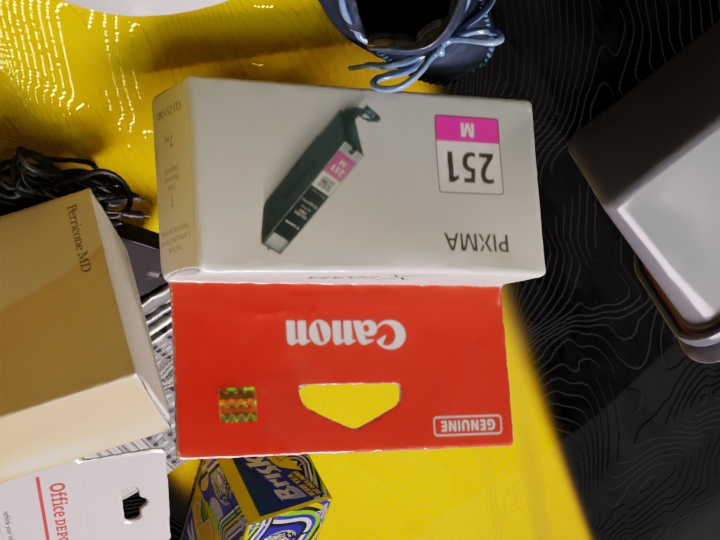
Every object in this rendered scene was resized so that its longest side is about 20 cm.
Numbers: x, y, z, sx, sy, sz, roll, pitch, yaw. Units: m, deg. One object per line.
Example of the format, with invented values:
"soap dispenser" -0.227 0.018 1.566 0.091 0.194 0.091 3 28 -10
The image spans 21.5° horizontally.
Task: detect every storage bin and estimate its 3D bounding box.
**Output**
"storage bin" 0.227 -0.072 1.136 0.200 0.146 0.134 -38 124 12

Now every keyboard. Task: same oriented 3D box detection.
"keyboard" -0.157 -0.029 0.919 0.104 0.040 0.200 -24 157 28

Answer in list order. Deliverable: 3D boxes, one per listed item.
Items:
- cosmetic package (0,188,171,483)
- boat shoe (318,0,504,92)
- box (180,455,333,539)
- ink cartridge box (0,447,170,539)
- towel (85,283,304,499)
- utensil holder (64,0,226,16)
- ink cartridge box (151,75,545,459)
"cosmetic package" -0.198 0.047 0.871 0.200 0.105 0.071 -19 154 0
"boat shoe" 0.014 -0.124 0.886 0.084 0.069 0.200 -39 152 14
"box" -0.079 0.189 1.294 0.064 0.070 0.200 -15 148 -25
"ink cartridge box" -0.203 0.105 0.985 0.200 0.068 0.116 -7 148 -9
"towel" -0.105 0.060 1.100 0.193 0.035 0.200 -31 152 -2
"utensil holder" -0.086 -0.194 0.575 0.170 0.170 0.200 -32 155 0
"ink cartridge box" 0.000 0.000 0.920 0.200 0.174 0.044 1 170 -32
